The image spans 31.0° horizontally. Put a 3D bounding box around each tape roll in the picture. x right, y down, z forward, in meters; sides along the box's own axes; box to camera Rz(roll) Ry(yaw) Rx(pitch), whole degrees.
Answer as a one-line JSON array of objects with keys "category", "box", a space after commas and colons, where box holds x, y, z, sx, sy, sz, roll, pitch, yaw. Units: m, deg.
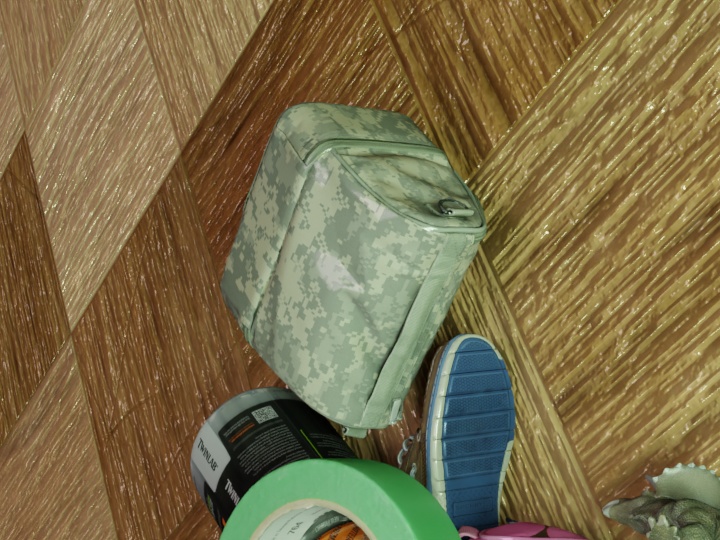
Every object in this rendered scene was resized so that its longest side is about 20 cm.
[{"category": "tape roll", "box": [-0.016, 0.225, 0.852, 0.200, 0.048, 0.201, -6, 80, 40]}]

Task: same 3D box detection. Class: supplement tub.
[{"category": "supplement tub", "box": [-0.046, 0.187, 1.010, 0.200, 0.122, 0.123, 44, 122, 53]}]

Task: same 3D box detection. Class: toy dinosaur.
[{"category": "toy dinosaur", "box": [0.203, 0.169, 0.699, 0.200, 0.102, 0.077, 42, 128, 38]}]

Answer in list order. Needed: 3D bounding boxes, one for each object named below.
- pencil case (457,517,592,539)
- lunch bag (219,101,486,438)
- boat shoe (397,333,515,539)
[{"category": "pencil case", "box": [0.104, 0.262, 0.825, 0.091, 0.093, 0.201, 67, -154, -84]}, {"category": "lunch bag", "box": [0.000, 0.000, 0.959, 0.168, 0.139, 0.200, 54, 129, 44]}, {"category": "boat shoe", "box": [0.059, 0.144, 0.919, 0.072, 0.072, 0.201, 2, 88, 56]}]
